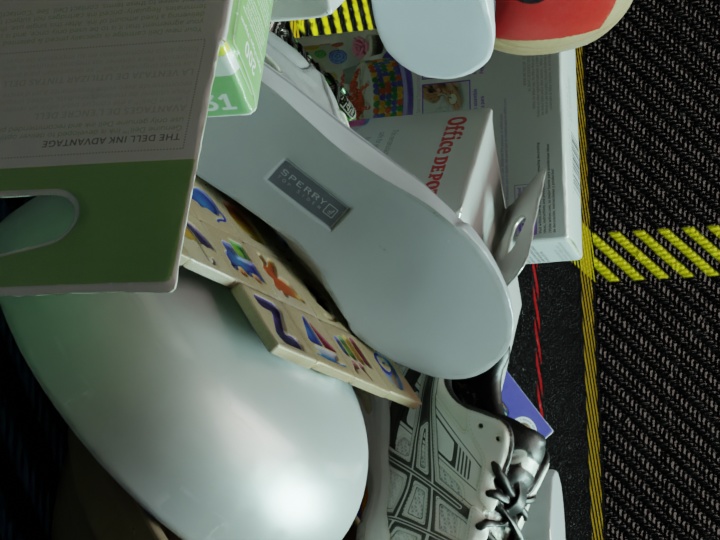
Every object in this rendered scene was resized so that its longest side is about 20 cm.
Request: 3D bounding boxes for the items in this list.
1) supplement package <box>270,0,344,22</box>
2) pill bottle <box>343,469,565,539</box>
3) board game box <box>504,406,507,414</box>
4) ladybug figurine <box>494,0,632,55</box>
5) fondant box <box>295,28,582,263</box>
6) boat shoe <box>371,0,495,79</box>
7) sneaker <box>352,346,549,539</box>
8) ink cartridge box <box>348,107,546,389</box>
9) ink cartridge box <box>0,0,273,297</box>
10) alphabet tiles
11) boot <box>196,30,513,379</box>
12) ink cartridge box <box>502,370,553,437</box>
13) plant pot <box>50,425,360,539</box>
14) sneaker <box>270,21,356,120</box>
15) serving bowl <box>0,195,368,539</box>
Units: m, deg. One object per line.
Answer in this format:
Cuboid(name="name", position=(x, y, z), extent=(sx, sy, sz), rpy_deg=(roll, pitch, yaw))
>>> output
Cuboid(name="supplement package", position=(-0.070, -0.204, 0.745), extent=(0.200, 0.150, 0.152), rpy_deg=(-58, 144, -65))
Cuboid(name="pill bottle", position=(0.004, 0.145, 0.852), extent=(0.112, 0.198, 0.113), rpy_deg=(-3, 90, -78))
Cuboid(name="board game box", position=(0.033, 0.066, 1.113), extent=(0.148, 0.064, 0.200), rpy_deg=(56, 12, -4))
Cuboid(name="ladybug figurine", position=(0.071, -0.179, 0.777), extent=(0.072, 0.135, 0.201), rpy_deg=(-38, 145, -23))
Cuboid(name="fondant box", position=(0.035, -0.076, 1.024), extent=(0.058, 0.198, 0.146), rpy_deg=(37, 51, -70))
Cuboid(name="boat shoe", position=(0.031, -0.170, 0.687), extent=(0.201, 0.071, 0.068), rpy_deg=(73, 23, -54))
Cuboid(name="sneaker", position=(0.047, 0.107, 0.740), extent=(0.076, 0.087, 0.201), rpy_deg=(33, 35, -48))
Cuboid(name="ink cartridge box", position=(0.000, 0.000, 0.874), extent=(0.129, 0.198, 0.126), rpy_deg=(-67, 150, -58))
Cuboid(name="ink cartridge box", position=(-0.109, -0.066, 0.578), extent=(0.048, 0.144, 0.201), rpy_deg=(67, 24, -56))
Cuboid(name="alphabet tiles", position=(-0.060, -0.023, 0.693), extent=(0.168, 0.008, 0.200), rpy_deg=(56, 14, 28))
Cuboid(name="boot", position=(-0.007, -0.042, 0.738), extent=(0.200, 0.073, 0.096), rpy_deg=(44, 20, -20))
Cuboid(name="ink cartridge box", position=(0.027, 0.122, 0.979), extent=(0.095, 0.200, 0.037), rpy_deg=(52, -24, -5))
Cuboid(name="plant pot", position=(-0.070, 0.139, 0.714), extent=(0.201, 0.093, 0.201), rpy_deg=(47, 13, -14))
Cuboid(name="sneaker", position=(-0.044, -0.111, 0.959), extent=(0.078, 0.084, 0.201), rpy_deg=(-62, 145, -63))
Cuboid(name="serving bowl", position=(-0.061, 0.032, 0.697), extent=(0.200, 0.066, 0.200), rpy_deg=(47, 13, -14))
